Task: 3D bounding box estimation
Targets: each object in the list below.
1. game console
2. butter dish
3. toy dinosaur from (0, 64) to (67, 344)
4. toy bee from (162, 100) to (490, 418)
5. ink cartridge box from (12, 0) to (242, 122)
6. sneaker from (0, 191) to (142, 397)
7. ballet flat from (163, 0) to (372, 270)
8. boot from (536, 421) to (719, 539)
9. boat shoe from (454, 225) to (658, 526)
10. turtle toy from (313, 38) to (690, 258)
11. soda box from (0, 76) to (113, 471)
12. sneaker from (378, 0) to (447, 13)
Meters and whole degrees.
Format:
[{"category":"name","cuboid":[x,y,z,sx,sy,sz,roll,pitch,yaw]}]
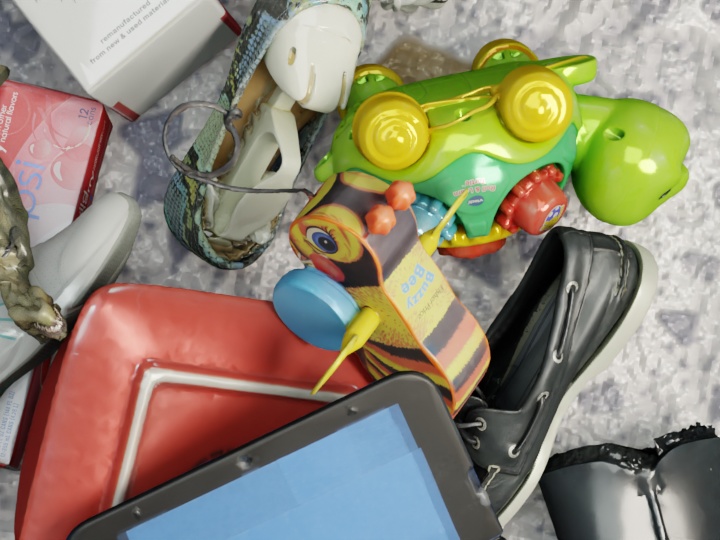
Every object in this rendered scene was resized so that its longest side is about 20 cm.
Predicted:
[{"category":"game console","cuboid":[-0.015,0.176,1.343,0.200,0.118,0.171,-26,54,-1]},{"category":"butter dish","cuboid":[-0.101,0.097,1.454,0.200,0.148,0.200,8,100,-34]},{"category":"toy dinosaur","cuboid":[-0.194,-0.045,1.398,0.047,0.088,0.200,-33,49,19]},{"category":"toy bee","cuboid":[0.000,0.000,1.366,0.200,0.109,0.131,28,68,-27]},{"category":"ink cartridge box","cuboid":[-0.162,-0.186,1.482,0.084,0.144,0.200,-38,84,2]},{"category":"sneaker","cuboid":[-0.194,0.026,1.433,0.080,0.070,0.200,43,84,7]},{"category":"ballet flat","cuboid":[-0.038,-0.085,1.474,0.074,0.074,0.200,27,115,3]},{"category":"boot","cuboid":[0.118,0.179,1.474,0.200,0.076,0.169,-17,86,-8]},{"category":"boat shoe","cuboid":[0.074,0.061,1.466,0.066,0.075,0.200,26,109,-33]},{"category":"turtle toy","cuboid":[0.075,-0.062,1.484,0.199,0.146,0.101,-10,103,-2]},{"category":"soda box","cuboid":[-0.190,0.002,1.502,0.070,0.063,0.201,13,84,1]},{"category":"sneaker","cuboid":[0.006,-0.174,1.506,0.199,0.075,0.081,-13,98,-20]}]
